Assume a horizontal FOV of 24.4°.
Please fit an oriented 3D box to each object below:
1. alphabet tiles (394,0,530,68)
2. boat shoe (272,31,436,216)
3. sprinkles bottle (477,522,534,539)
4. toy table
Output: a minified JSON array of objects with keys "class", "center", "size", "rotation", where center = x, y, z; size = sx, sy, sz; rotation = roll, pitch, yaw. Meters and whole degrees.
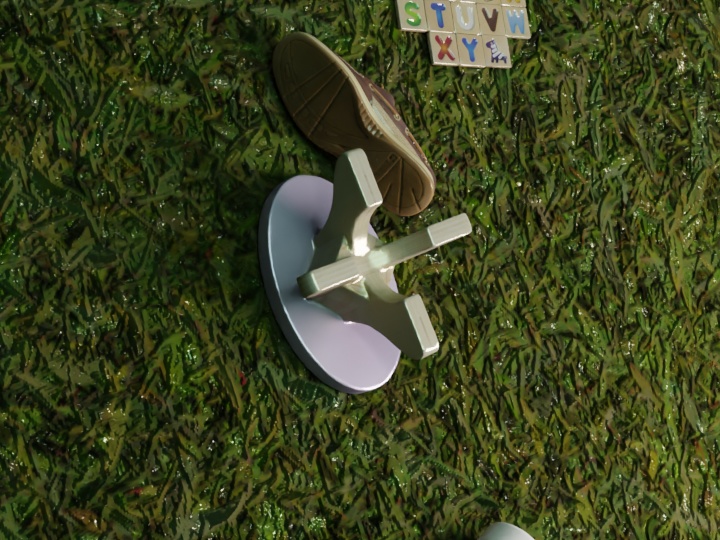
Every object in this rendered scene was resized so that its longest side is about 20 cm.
[{"class":"alphabet tiles","center":[0.097,-0.301,1.674],"size":[0.165,0.006,0.202],"rotation":[-1,78,-34]},{"class":"boat shoe","center":[-0.001,-0.140,1.537],"size":[0.200,0.072,0.072],"rotation":[46,26,-3]},{"class":"sprinkles bottle","center":[0.086,0.311,1.463],"size":[0.068,0.068,0.200],"rotation":[52,56,-11]},{"class":"toy table","center":[0.000,0.000,1.460],"size":[0.183,0.117,0.201],"rotation":[-35,96,-35]}]
